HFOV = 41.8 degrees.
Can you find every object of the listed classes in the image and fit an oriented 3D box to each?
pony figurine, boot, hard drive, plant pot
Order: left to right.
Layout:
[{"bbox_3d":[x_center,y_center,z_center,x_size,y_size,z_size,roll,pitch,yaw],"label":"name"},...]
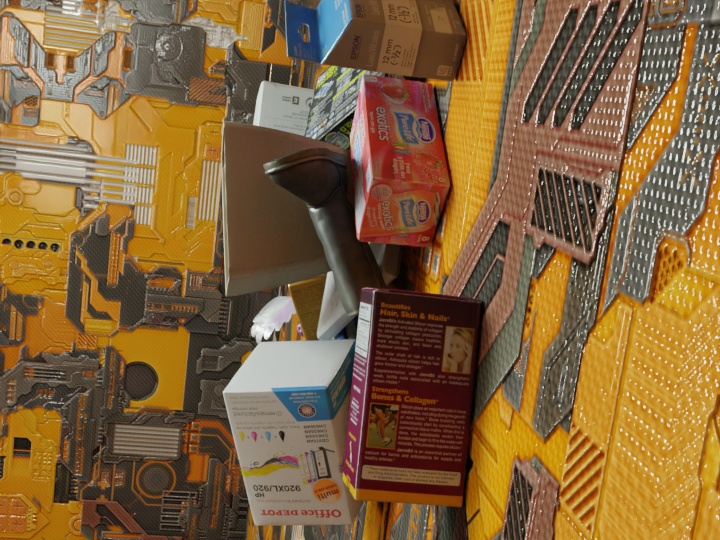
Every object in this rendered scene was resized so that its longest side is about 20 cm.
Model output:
[{"bbox_3d":[-0.098,-0.078,1.282,0.200,0.174,0.203,136,132,-77],"label":"plant pot"},{"bbox_3d":[-0.091,0.066,1.738,0.194,0.165,0.201,-54,-9,-27],"label":"pony figurine"},{"bbox_3d":[-0.036,-0.042,1.140,0.181,0.072,0.203,-8,-94,-61],"label":"boot"},{"bbox_3d":[0.000,0.000,1.317,0.200,0.026,0.133,-46,28,48],"label":"hard drive"}]

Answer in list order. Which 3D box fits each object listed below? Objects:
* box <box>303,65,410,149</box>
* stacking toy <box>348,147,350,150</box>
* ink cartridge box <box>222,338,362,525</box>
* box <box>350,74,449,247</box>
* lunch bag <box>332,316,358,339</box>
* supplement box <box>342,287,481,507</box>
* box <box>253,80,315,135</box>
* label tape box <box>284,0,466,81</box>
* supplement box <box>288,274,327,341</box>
[{"bbox_3d":[-0.003,-0.257,1.331,0.199,0.044,0.162,-32,38,45],"label":"box"},{"bbox_3d":[0.015,-0.148,1.323,0.201,0.084,0.086,-95,14,-56],"label":"stacking toy"},{"bbox_3d":[-0.074,0.214,1.250,0.145,0.145,0.203,-57,-40,-64],"label":"ink cartridge box"},{"bbox_3d":[0.043,-0.136,1.151,0.103,0.093,0.202,105,166,-44],"label":"box"},{"bbox_3d":[-0.018,0.145,1.400,0.201,0.081,0.163,-103,24,-58],"label":"lunch bag"},{"bbox_3d":[0.049,0.122,0.936,0.086,0.109,0.203,180,96,-80],"label":"supplement box"},{"bbox_3d":[-0.104,-0.223,1.741,0.171,0.196,0.203,170,107,-80],"label":"box"},{"bbox_3d":[0.013,-0.295,1.106,0.144,0.197,0.067,-97,18,-50],"label":"label tape box"},{"bbox_3d":[-0.062,0.081,1.514,0.067,0.068,0.202,-101,-6,-60],"label":"supplement box"}]
